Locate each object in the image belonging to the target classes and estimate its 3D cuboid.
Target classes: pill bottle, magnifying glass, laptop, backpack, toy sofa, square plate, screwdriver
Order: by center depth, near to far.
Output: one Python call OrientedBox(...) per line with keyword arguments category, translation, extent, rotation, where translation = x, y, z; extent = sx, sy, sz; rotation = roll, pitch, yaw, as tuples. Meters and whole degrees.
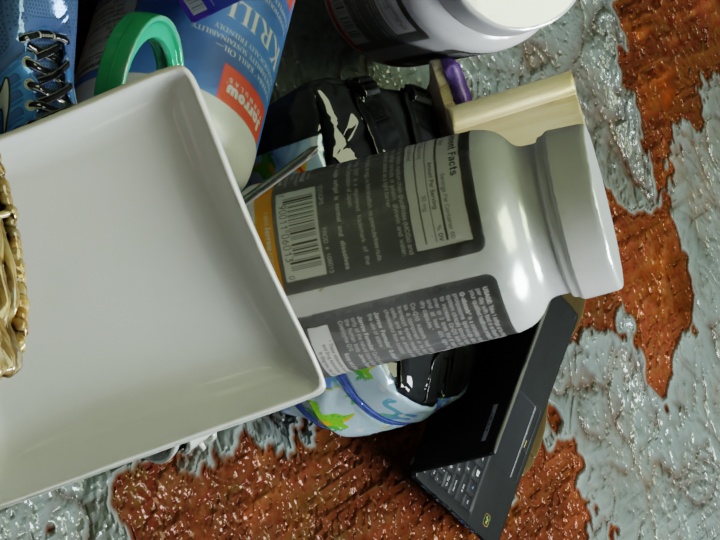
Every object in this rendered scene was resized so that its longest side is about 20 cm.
OrientedBox(category="square plate", translation=(-0.143, 0.010, 1.309), extent=(0.028, 0.198, 0.200), rotation=(-98, 167, -63))
OrientedBox(category="magnifying glass", translation=(-0.118, -0.035, 1.344), extent=(0.080, 0.022, 0.201), rotation=(-28, 126, -67))
OrientedBox(category="screwdriver", translation=(-0.092, -0.016, 1.386), extent=(0.028, 0.200, 0.029), rotation=(47, 26, -14))
OrientedBox(category="pill bottle", translation=(0.038, -0.013, 1.424), extent=(0.116, 0.200, 0.117), rotation=(-13, 90, -81))
OrientedBox(category="pill bottle", translation=(-0.107, -0.101, 1.460), extent=(0.112, 0.112, 0.200), rotation=(41, 49, -39))
OrientedBox(category="backpack", translation=(0.000, 0.000, 1.566), extent=(0.163, 0.154, 0.200), rotation=(-2, 64, -62))
OrientedBox(category="pill bottle", translation=(0.059, -0.188, 1.591), extent=(0.114, 0.200, 0.114), rotation=(0, 90, -20))
OrientedBox(category="laptop", translation=(0.110, 0.068, 1.629), extent=(0.200, 0.103, 0.178), rotation=(46, 60, -50))
OrientedBox(category="toy sofa", translation=(0.091, -0.087, 1.662), extent=(0.200, 0.083, 0.098), rotation=(110, -36, -84))

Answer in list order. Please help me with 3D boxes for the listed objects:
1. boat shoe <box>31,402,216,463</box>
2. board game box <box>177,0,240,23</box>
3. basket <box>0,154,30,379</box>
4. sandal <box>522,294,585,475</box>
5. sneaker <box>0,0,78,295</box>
OrientedBox(category="boat shoe", translation=(-0.113, 0.076, 1.442), extent=(0.200, 0.073, 0.066), rotation=(-3, 86, -44))
OrientedBox(category="board game box", translation=(-0.100, -0.256, 1.406), extent=(0.200, 0.045, 0.135), rotation=(56, 42, -17))
OrientedBox(category="basket", translation=(-0.260, -0.024, 1.203), extent=(0.143, 0.149, 0.200), rotation=(-22, 95, -58))
OrientedBox(category="sandal", translation=(0.104, 0.047, 1.759), extent=(0.080, 0.054, 0.200), rotation=(32, 70, -50))
OrientedBox(category="sneaker", translation=(-0.165, -0.080, 1.341), extent=(0.078, 0.089, 0.201), rotation=(-6, 105, -47))
